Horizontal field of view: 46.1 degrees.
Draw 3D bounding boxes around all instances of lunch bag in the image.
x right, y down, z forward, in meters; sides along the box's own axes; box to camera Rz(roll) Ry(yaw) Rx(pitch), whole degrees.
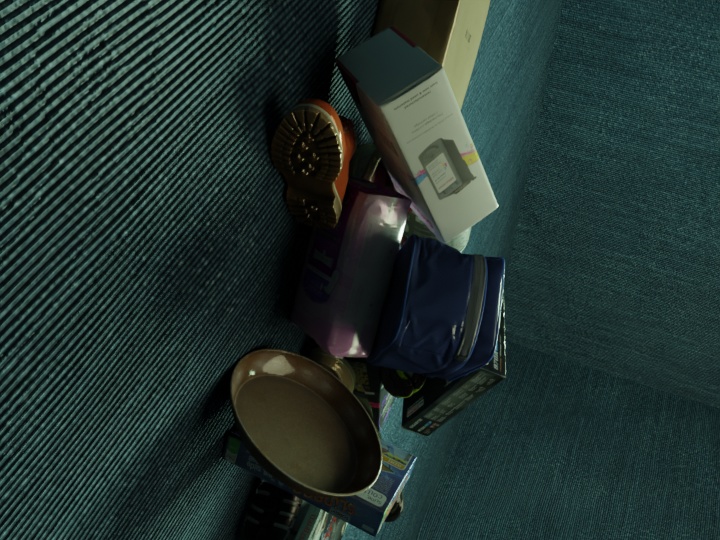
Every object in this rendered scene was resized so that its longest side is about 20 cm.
[{"bbox_3d":[0.092,0.054,1.001,0.200,0.130,0.138,129,-25,-73],"label":"lunch bag"}]

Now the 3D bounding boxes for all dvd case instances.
[{"bbox_3d":[-0.052,0.357,1.158,0.201,0.022,0.147,82,29,-55],"label":"dvd case"}]

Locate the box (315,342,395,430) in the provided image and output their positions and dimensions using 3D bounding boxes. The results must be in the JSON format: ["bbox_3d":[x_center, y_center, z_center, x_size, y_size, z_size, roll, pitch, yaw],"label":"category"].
[{"bbox_3d":[0.004,0.120,1.252,0.202,0.105,0.123,91,22,-45],"label":"box"}]

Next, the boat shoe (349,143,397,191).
[{"bbox_3d":[0.012,-0.065,1.093,0.073,0.066,0.204,5,90,-32],"label":"boat shoe"}]

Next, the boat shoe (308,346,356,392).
[{"bbox_3d":[-0.049,0.183,1.195,0.201,0.070,0.065,90,22,-50],"label":"boat shoe"}]

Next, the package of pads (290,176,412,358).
[{"bbox_3d":[-0.015,-0.007,1.013,0.075,0.120,0.203,8,102,-33],"label":"package of pads"}]

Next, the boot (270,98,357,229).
[{"bbox_3d":[-0.041,-0.137,0.897,0.201,0.074,0.109,93,16,-67],"label":"boot"}]

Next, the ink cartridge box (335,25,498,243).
[{"bbox_3d":[0.064,-0.155,0.965,0.085,0.148,0.201,-33,129,-1],"label":"ink cartridge box"}]

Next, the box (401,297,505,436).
[{"bbox_3d":[0.125,0.112,1.152,0.200,0.045,0.161,-49,-153,48],"label":"box"}]

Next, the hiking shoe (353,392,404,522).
[{"bbox_3d":[0.009,0.272,1.152,0.101,0.075,0.202,-97,166,-71],"label":"hiking shoe"}]

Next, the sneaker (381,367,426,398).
[{"bbox_3d":[0.071,0.082,1.158,0.081,0.073,0.202,109,3,-70],"label":"sneaker"}]

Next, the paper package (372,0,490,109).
[{"bbox_3d":[0.093,-0.307,1.128,0.200,0.102,0.194,-19,124,-73],"label":"paper package"}]

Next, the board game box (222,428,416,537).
[{"bbox_3d":[-0.045,0.221,1.001,0.135,0.198,0.035,-37,148,-64],"label":"board game box"}]

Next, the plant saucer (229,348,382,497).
[{"bbox_3d":[-0.065,0.173,0.939,0.035,0.200,0.200,-51,175,25],"label":"plant saucer"}]

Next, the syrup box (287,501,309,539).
[{"bbox_3d":[-0.083,0.350,1.232,0.200,0.080,0.080,-48,151,-61],"label":"syrup box"}]

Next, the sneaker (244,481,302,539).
[{"bbox_3d":[-0.077,0.292,1.141,0.115,0.075,0.203,31,75,-52],"label":"sneaker"}]

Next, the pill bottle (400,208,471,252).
[{"bbox_3d":[0.107,-0.082,1.224,0.201,0.112,0.115,89,23,-62],"label":"pill bottle"}]
